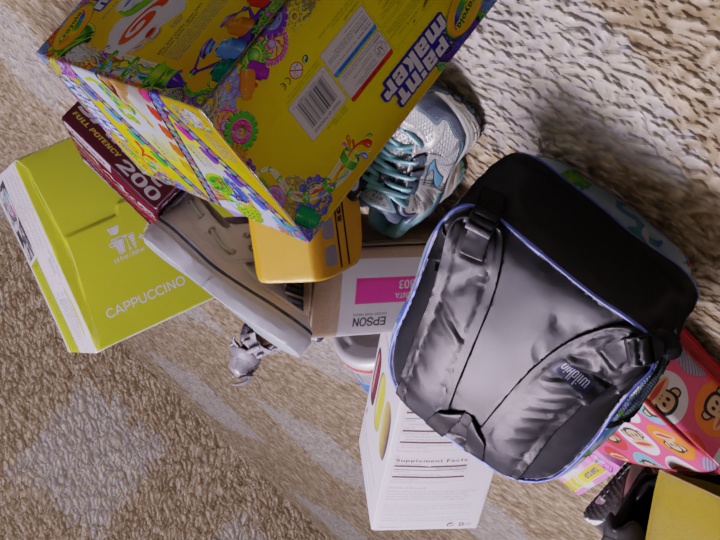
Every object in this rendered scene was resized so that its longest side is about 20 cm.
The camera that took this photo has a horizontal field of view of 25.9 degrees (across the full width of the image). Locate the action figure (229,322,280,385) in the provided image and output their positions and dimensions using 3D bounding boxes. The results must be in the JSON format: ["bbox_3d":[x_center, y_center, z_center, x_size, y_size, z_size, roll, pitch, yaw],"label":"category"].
[{"bbox_3d":[-0.061,0.032,1.509,0.069,0.201,0.130,43,165,-20],"label":"action figure"}]

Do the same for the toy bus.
[{"bbox_3d":[-0.049,-0.098,1.137,0.064,0.078,0.203,-1,103,29],"label":"toy bus"}]

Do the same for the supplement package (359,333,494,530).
[{"bbox_3d":[0.068,0.140,1.478,0.201,0.108,0.115,100,166,-44],"label":"supplement package"}]

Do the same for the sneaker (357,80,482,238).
[{"bbox_3d":[0.037,-0.080,1.169,0.077,0.087,0.200,33,165,15],"label":"sneaker"}]

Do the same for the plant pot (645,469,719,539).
[{"bbox_3d":[0.331,0.288,1.231,0.199,0.178,0.199,19,-178,-43],"label":"plant pot"}]

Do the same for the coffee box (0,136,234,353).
[{"bbox_3d":[-0.232,-0.046,1.580,0.202,0.198,0.197,67,161,-5],"label":"coffee box"}]

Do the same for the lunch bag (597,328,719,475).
[{"bbox_3d":[0.222,0.102,1.267,0.176,0.082,0.200,43,164,-17],"label":"lunch bag"}]

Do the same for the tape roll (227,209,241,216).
[{"bbox_3d":[-0.135,-0.136,1.373,0.200,0.085,0.200,43,173,7],"label":"tape roll"}]

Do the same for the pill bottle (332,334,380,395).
[{"bbox_3d":[0.061,0.104,1.604,0.112,0.113,0.200,25,160,42],"label":"pill bottle"}]

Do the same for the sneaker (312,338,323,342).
[{"bbox_3d":[-0.091,-0.011,1.637,0.199,0.109,0.070,38,165,4],"label":"sneaker"}]

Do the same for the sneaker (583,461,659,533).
[{"bbox_3d":[0.260,0.213,1.425,0.080,0.074,0.200,45,-166,13],"label":"sneaker"}]

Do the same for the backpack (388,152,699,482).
[{"bbox_3d":[0.127,0.037,1.097,0.182,0.147,0.201,37,133,12],"label":"backpack"}]

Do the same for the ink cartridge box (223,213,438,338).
[{"bbox_3d":[0.000,0.000,1.307,0.198,0.076,0.164,-2,-168,-33],"label":"ink cartridge box"}]

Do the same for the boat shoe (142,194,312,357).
[{"bbox_3d":[-0.096,-0.007,1.207,0.199,0.067,0.074,35,174,39],"label":"boat shoe"}]

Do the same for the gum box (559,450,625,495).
[{"bbox_3d":[0.195,0.140,1.468,0.113,0.066,0.200,39,166,7],"label":"gum box"}]

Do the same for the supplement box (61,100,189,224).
[{"bbox_3d":[-0.187,-0.094,1.329,0.109,0.061,0.200,43,172,1],"label":"supplement box"}]

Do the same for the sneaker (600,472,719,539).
[{"bbox_3d":[0.265,0.205,1.318,0.075,0.199,0.092,11,117,35],"label":"sneaker"}]

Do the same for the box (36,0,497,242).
[{"bbox_3d":[-0.059,-0.152,0.968,0.192,0.201,0.122,23,160,47],"label":"box"}]
